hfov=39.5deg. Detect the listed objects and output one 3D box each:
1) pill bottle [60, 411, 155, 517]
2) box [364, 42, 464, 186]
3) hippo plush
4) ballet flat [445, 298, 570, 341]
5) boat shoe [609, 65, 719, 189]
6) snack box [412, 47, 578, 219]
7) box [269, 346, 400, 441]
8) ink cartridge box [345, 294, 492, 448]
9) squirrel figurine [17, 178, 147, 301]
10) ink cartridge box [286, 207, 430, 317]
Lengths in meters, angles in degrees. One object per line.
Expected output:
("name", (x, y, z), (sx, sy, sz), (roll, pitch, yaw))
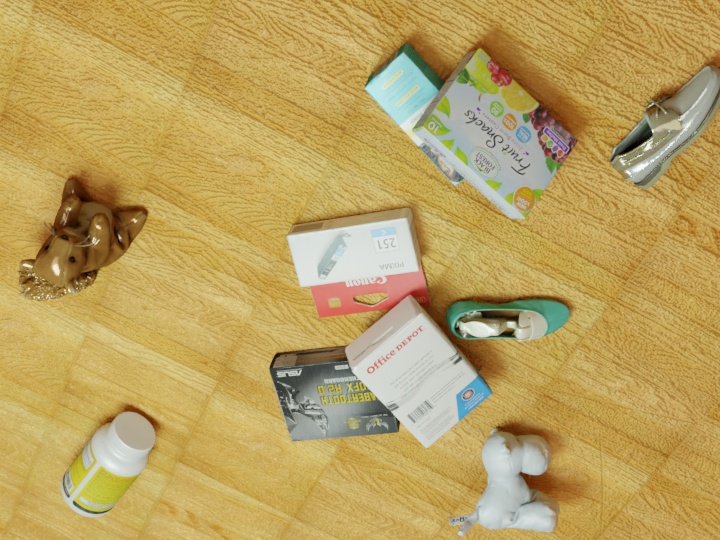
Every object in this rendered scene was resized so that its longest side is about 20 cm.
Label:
("pill bottle", (-0.458, 0.352, 1.839), (0.112, 0.113, 0.200), (35, 120, -11))
("box", (0.102, -0.224, 1.449), (0.082, 0.049, 0.200), (-38, 107, 26))
("hippo plush", (0.249, 0.354, 1.725), (0.197, 0.159, 0.163), (1, 90, -8))
("ballet flat", (0.233, 0.086, 1.591), (0.197, 0.071, 0.068), (0, 119, 9))
("boat shoe", (0.425, -0.203, 1.390), (0.068, 0.075, 0.201), (25, 122, -12))
("snack box", (0.189, -0.189, 1.406), (0.199, 0.053, 0.143), (38, 82, -15))
("box", (-0.042, 0.210, 1.723), (0.197, 0.048, 0.160), (-6, 118, 14))
("ink cartridge box", (0.093, 0.162, 1.619), (0.146, 0.084, 0.200), (-39, 113, 6))
("squirrel figurine", (-0.457, -0.018, 1.584), (0.141, 0.187, 0.201), (30, 120, -9))
("ink cartridge box", (0.000, 0.000, 1.598), (0.197, 0.045, 0.178), (-8, 117, 14))
